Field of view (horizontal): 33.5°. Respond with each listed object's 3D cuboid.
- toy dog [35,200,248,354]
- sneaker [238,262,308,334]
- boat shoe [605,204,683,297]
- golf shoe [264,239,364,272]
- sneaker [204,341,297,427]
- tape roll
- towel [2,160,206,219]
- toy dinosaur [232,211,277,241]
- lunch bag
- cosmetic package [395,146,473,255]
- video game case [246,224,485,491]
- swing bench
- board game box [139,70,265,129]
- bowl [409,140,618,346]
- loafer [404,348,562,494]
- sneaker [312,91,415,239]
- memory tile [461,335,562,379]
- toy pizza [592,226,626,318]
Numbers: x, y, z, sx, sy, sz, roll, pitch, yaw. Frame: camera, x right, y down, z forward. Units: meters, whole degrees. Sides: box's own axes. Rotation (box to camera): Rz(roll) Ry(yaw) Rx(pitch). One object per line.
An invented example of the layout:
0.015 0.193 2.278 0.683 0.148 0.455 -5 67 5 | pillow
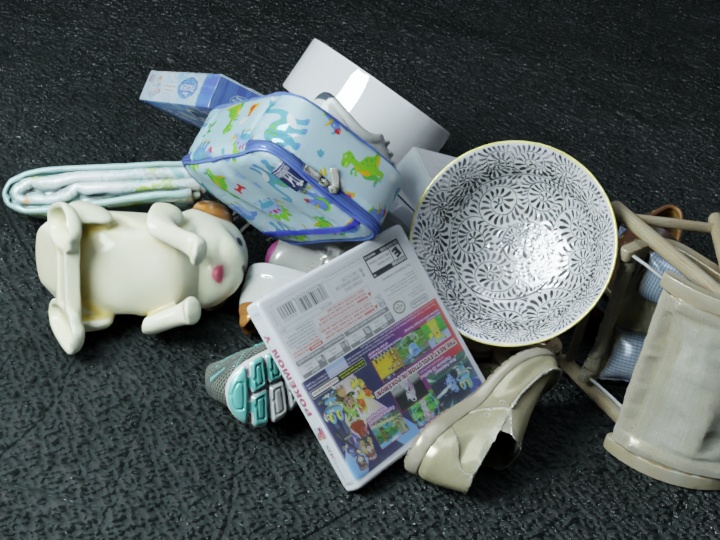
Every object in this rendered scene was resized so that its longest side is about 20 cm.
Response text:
-0.206 -0.002 1.172 0.200 0.140 0.194 -4 5 -27 | toy dog
-0.024 0.054 1.187 0.200 0.073 0.085 9 62 8 | sneaker
0.313 -0.021 1.322 0.072 0.068 0.200 38 34 5 | boat shoe
0.000 0.000 1.270 0.200 0.075 0.092 2 24 -14 | golf shoe
-0.058 0.082 1.108 0.200 0.078 0.091 -13 12 -38 | sneaker
0.007 -0.192 1.428 0.202 0.071 0.202 34 7 -5 | tape roll
-0.264 -0.080 1.256 0.200 0.048 0.171 -4 -2 -10 | towel
-0.086 -0.085 1.375 0.200 0.105 0.182 13 19 -10 | toy dinosaur
-0.065 -0.090 1.139 0.161 0.083 0.200 37 -19 -29 | lunch bag
0.144 -0.053 1.349 0.200 0.052 0.151 10 43 -40 | cosmetic package
0.013 0.073 1.081 0.200 0.023 0.182 -29 91 -44 | video game case
0.298 0.070 1.142 0.130 0.199 0.200 5 30 -12 | swing bench
-0.126 -0.169 1.376 0.200 0.043 0.199 24 -3 -32 | board game box
0.155 -0.021 1.188 0.200 0.201 0.094 22 -1 16 | bowl
0.123 0.141 1.088 0.068 0.076 0.200 43 52 19 | loafer
0.011 -0.104 1.227 0.073 0.200 0.071 11 64 45 | sneaker
0.107 0.080 1.238 0.153 0.017 0.200 28 34 26 | memory tile
0.304 0.017 1.359 0.200 0.032 0.200 23 35 -17 | toy pizza
